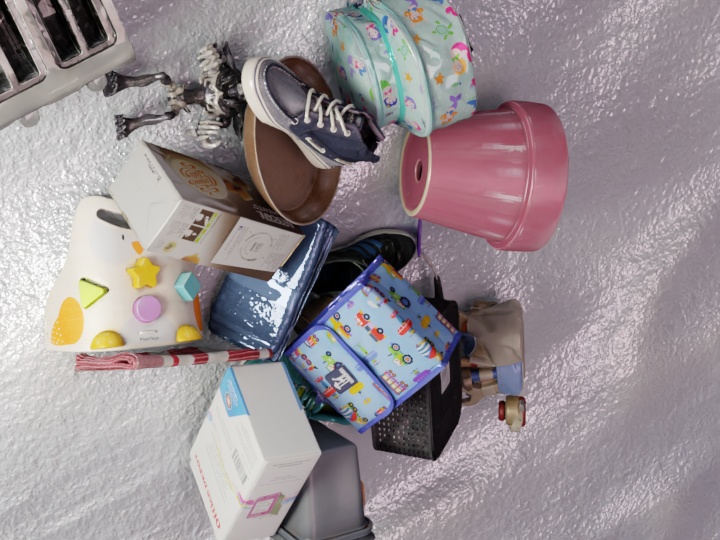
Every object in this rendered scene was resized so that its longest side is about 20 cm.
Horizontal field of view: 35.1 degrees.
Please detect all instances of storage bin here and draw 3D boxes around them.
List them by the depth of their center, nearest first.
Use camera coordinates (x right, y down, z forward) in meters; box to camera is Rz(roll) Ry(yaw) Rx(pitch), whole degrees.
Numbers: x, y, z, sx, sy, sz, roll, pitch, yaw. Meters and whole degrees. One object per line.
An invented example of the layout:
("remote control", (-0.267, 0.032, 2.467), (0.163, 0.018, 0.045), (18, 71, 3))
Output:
("storage bin", (-0.065, 0.281, 1.543), (0.145, 0.200, 0.135), (-8, 105, -29))
("storage bin", (0.078, 0.148, 1.588), (0.135, 0.093, 0.201), (-48, 140, -55))

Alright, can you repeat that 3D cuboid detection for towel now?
("towel", (-0.225, 0.104, 1.376), (0.199, 0.143, 0.023), (-1, 87, -44))
("towel", (-0.114, 0.008, 1.447), (0.201, 0.111, 0.048), (-66, 164, 11))

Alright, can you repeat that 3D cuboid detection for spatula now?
("spatula", (0.099, 0.000, 1.602), (0.020, 0.057, 0.201), (-12, 123, 8))

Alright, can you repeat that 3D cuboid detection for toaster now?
("toaster", (-0.350, -0.262, 1.171), (0.180, 0.119, 0.201), (-31, 123, -18))

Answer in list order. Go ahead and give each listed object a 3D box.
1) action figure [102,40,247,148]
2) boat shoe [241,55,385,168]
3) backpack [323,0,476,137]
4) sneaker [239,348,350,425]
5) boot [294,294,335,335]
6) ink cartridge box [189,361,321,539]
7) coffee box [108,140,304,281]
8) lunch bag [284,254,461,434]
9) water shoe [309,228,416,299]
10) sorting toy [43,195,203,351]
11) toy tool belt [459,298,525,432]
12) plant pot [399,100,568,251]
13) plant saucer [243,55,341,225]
("action figure", (-0.188, -0.199, 1.310), (0.199, 0.102, 0.120), (-13, 105, -25))
("boat shoe", (-0.047, -0.183, 1.299), (0.200, 0.092, 0.075), (37, 59, -53))
("backpack", (0.052, -0.253, 1.371), (0.150, 0.200, 0.179), (-26, 123, -20))
("sneaker", (-0.082, 0.160, 1.542), (0.199, 0.080, 0.078), (22, 99, -35))
("boot", (-0.013, 0.115, 1.575), (0.075, 0.073, 0.200), (-46, 124, -15))
("ink cartridge box", (-0.140, 0.235, 1.453), (0.084, 0.145, 0.201), (-2, 140, -31))
("coffee box", (-0.177, -0.066, 1.329), (0.199, 0.115, 0.080), (16, 119, -48))
("lunch bag", (0.004, 0.107, 1.467), (0.151, 0.094, 0.200), (44, 120, -3))
("water shoe", (0.000, 0.000, 1.523), (0.199, 0.079, 0.072), (-16, 118, -25))
("sorting toy", (-0.273, 0.000, 1.363), (0.199, 0.107, 0.182), (-5, 94, -30))
("toy tool belt", (0.183, 0.141, 1.692), (0.122, 0.125, 0.202), (-1, 113, 11))
("plant pot", (0.154, -0.130, 1.506), (0.178, 0.200, 0.202), (4, 109, -16))
("plant saucer", (-0.084, -0.154, 1.364), (0.200, 0.034, 0.202), (5, 85, -61))
